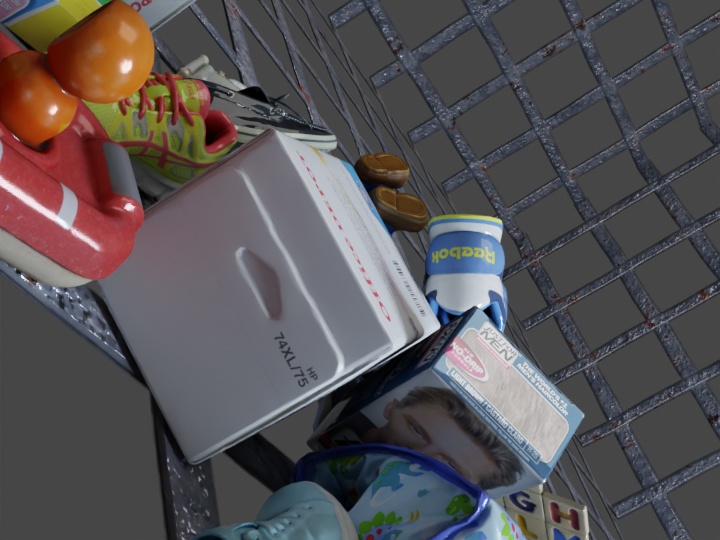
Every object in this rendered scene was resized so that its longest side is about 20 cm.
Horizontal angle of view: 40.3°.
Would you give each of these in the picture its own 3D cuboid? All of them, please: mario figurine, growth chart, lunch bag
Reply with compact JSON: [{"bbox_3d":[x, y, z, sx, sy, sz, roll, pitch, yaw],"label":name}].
[{"bbox_3d":[0.000,0.000,0.836,0.105,0.201,0.124,31,36,-1],"label":"mario figurine"},{"bbox_3d":[-0.111,-0.161,1.050,0.200,0.018,0.145,40,16,-5],"label":"growth chart"},{"bbox_3d":[0.038,0.207,0.633,0.171,0.127,0.200,56,-14,-18],"label":"lunch bag"}]

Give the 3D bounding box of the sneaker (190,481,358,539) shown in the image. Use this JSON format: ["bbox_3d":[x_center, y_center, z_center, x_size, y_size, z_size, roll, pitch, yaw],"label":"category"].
[{"bbox_3d":[-0.050,0.152,0.508,0.082,0.073,0.200,59,10,-15],"label":"sneaker"}]

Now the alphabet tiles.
[{"bbox_3d":[0.105,0.201,0.781,0.006,0.165,0.201,-50,141,-35],"label":"alphabet tiles"}]

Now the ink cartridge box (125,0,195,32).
[{"bbox_3d":[-0.206,-0.324,0.860,0.201,0.144,0.085,55,10,-22],"label":"ink cartridge box"}]

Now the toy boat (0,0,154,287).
[{"bbox_3d":[-0.161,-0.089,0.487,0.200,0.130,0.131,44,18,-53],"label":"toy boat"}]

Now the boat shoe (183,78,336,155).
[{"bbox_3d":[-0.096,-0.139,0.917,0.199,0.074,0.063,3,79,-48],"label":"boat shoe"}]

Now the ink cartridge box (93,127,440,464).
[{"bbox_3d":[-0.053,0.016,0.655,0.148,0.145,0.200,61,10,6],"label":"ink cartridge box"}]

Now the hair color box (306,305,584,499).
[{"bbox_3d":[0.048,0.109,0.669,0.100,0.200,0.061,44,56,-3],"label":"hair color box"}]

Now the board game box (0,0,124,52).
[{"bbox_3d":[-0.240,-0.225,0.722,0.200,0.040,0.154,40,22,-60],"label":"board game box"}]

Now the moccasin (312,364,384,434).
[{"bbox_3d":[0.006,0.115,0.864,0.081,0.068,0.200,56,10,-18],"label":"moccasin"}]

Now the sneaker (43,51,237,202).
[{"bbox_3d":[-0.154,-0.114,0.692,0.079,0.090,0.200,64,13,16],"label":"sneaker"}]

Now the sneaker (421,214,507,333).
[{"bbox_3d":[0.083,0.032,0.792,0.200,0.073,0.083,69,20,-62],"label":"sneaker"}]
